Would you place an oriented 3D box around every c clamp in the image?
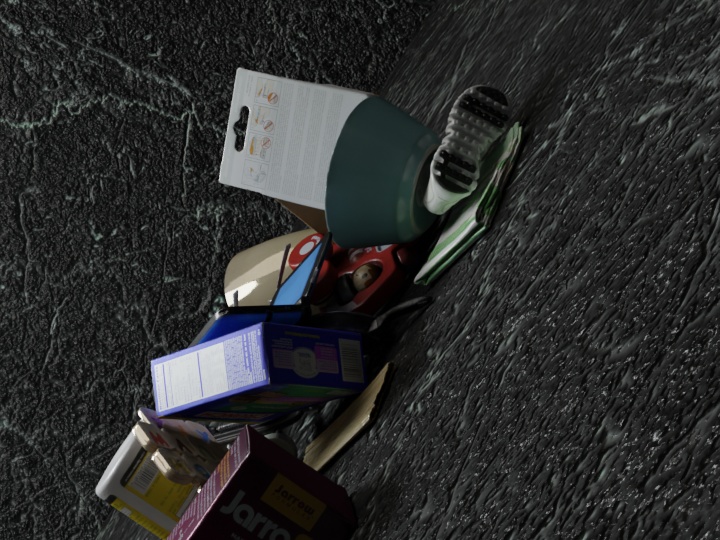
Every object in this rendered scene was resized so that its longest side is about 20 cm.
[{"bbox_3d":[-0.146,0.207,1.631,0.197,0.027,0.171,-16,6,0],"label":"c clamp"}]

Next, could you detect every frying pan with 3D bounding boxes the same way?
[{"bbox_3d":[0.014,0.075,1.504,0.115,0.187,0.031,49,-141,-57],"label":"frying pan"}]

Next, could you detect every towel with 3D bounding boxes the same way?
[{"bbox_3d":[0.135,-0.080,1.513,0.153,0.023,0.201,-48,11,45],"label":"towel"}]

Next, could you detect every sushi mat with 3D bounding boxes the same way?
[{"bbox_3d":[-0.025,0.189,1.423,0.200,0.012,0.096,-49,12,40],"label":"sushi mat"}]

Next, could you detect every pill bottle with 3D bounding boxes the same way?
[{"bbox_3d":[-0.209,0.275,1.483,0.112,0.199,0.111,-52,8,11],"label":"pill bottle"}]

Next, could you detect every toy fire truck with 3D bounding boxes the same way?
[{"bbox_3d":[0.000,0.000,1.682,0.167,0.112,0.201,-34,26,10],"label":"toy fire truck"}]

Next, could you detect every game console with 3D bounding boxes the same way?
[{"bbox_3d":[-0.135,0.042,1.538,0.200,0.169,0.120,-46,51,54],"label":"game console"}]

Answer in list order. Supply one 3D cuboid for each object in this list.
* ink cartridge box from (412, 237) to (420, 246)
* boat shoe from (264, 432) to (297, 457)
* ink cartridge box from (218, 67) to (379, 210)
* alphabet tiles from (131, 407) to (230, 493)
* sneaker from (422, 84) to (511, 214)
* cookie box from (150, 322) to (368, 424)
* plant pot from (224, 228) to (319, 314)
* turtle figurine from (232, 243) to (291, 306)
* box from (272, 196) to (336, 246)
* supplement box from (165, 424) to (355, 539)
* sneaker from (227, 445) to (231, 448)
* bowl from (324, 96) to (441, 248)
[{"bbox_3d":[0.055,-0.068,1.823,0.110,0.050,0.200,-56,8,-3],"label":"ink cartridge box"},{"bbox_3d":[-0.144,0.266,1.599,0.201,0.070,0.072,-49,7,31],"label":"boat shoe"},{"bbox_3d":[-0.083,-0.173,1.653,0.050,0.198,0.165,-13,-65,-65],"label":"ink cartridge box"},{"bbox_3d":[-0.175,0.227,1.441,0.015,0.199,0.195,-53,50,8],"label":"alphabet tiles"},{"bbox_3d":[0.130,-0.155,1.554,0.201,0.075,0.081,-59,-2,-33],"label":"sneaker"},{"bbox_3d":[-0.120,0.125,1.457,0.199,0.170,0.076,-20,70,39],"label":"cookie box"},{"bbox_3d":[-0.085,0.012,1.969,0.199,0.187,0.188,-30,22,37],"label":"plant pot"},{"bbox_3d":[-0.155,0.102,1.743,0.143,0.202,0.194,-9,25,37],"label":"turtle figurine"},{"bbox_3d":[-0.023,-0.127,1.728,0.164,0.199,0.021,-45,34,10],"label":"box"},{"bbox_3d":[-0.113,0.275,1.191,0.201,0.130,0.103,-55,10,3],"label":"supplement box"},{"bbox_3d":[-0.165,0.278,1.740,0.201,0.075,0.117,-92,26,-82],"label":"sneaker"},{"bbox_3d":[0.045,-0.115,1.594,0.201,0.104,0.203,-46,-36,-48],"label":"bowl"}]
